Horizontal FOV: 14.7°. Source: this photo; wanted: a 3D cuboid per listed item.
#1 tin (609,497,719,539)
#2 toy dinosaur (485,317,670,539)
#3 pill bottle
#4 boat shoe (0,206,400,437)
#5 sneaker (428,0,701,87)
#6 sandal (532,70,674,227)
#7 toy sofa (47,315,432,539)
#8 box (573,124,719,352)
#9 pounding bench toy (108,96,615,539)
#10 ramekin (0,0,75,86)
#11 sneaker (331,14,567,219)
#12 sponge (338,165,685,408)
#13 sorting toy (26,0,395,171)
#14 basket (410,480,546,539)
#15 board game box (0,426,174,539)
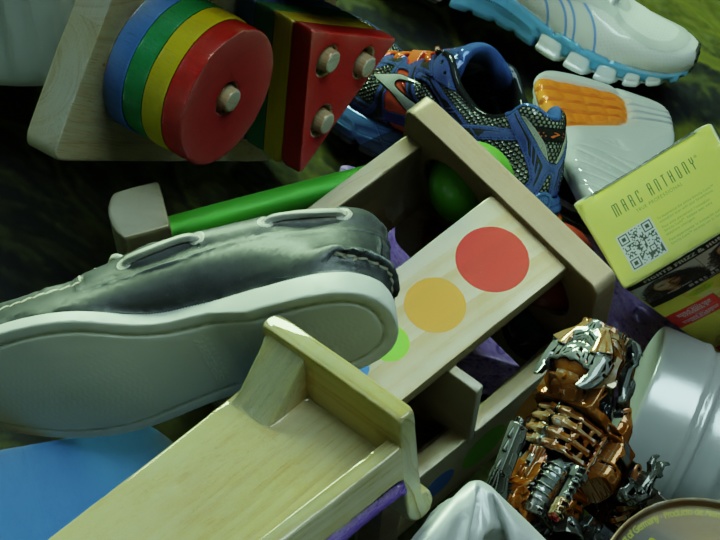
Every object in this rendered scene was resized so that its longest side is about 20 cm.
[{"bbox_3d":[0.176,0.166,1.100,0.199,0.042,0.112,28,55,-3],"label":"tin"},{"bbox_3d":[0.080,0.124,1.224,0.102,0.200,0.136,42,11,35],"label":"toy dinosaur"},{"bbox_3d":[0.214,0.110,1.318,0.199,0.120,0.120,25,44,0],"label":"pill bottle"},{"bbox_3d":[-0.081,0.018,1.172,0.199,0.074,0.061,-14,46,13],"label":"boat shoe"},{"bbox_3d":[0.104,-0.171,1.544,0.199,0.087,0.075,24,22,-5],"label":"sneaker"},{"bbox_3d":[0.121,-0.046,1.450,0.079,0.060,0.207,16,23,-6],"label":"sandal"},{"bbox_3d":[-0.068,0.119,1.095,0.200,0.098,0.083,-37,51,-28],"label":"toy sofa"},{"bbox_3d":[0.168,-0.010,1.321,0.050,0.075,0.200,63,12,19],"label":"box"},{"bbox_3d":[0.000,0.000,1.284,0.156,0.124,0.200,-38,69,-20],"label":"pounding bench toy"},{"bbox_3d":[-0.151,-0.172,1.386,0.199,0.098,0.201,-4,31,2],"label":"ramekin"},{"bbox_3d":[0.045,-0.087,1.431,0.075,0.079,0.200,-1,30,-42],"label":"sneaker"},{"bbox_3d":[0.076,0.017,1.407,0.199,0.030,0.112,14,44,-10],"label":"sponge"},{"bbox_3d":[-0.043,-0.134,1.320,0.069,0.200,0.200,29,15,24],"label":"sorting toy"},{"bbox_3d":[0.054,0.211,1.116,0.200,0.123,0.136,46,44,-3],"label":"basket"},{"bbox_3d":[-0.127,0.154,1.174,0.199,0.039,0.159,-9,73,-39],"label":"board game box"}]
